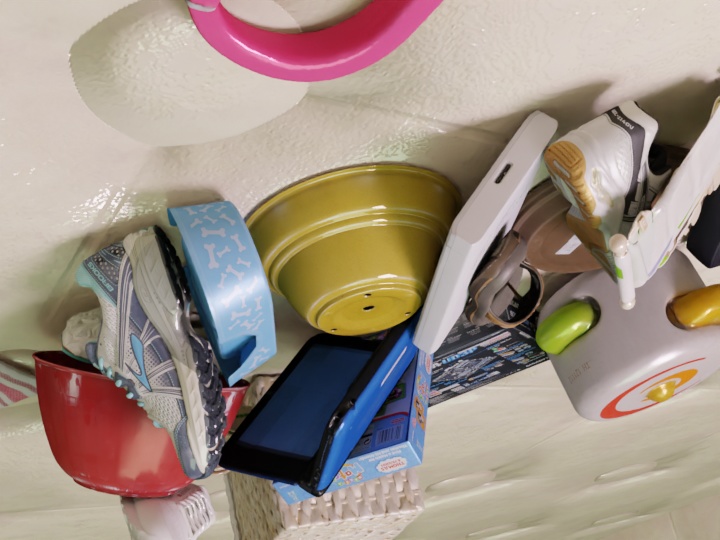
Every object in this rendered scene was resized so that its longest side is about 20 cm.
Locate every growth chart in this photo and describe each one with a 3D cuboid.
[{"bbox_3d":[0.254,-0.060,0.729,0.201,0.018,0.145,-53,152,-15],"label":"growth chart"}]

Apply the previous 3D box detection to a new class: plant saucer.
[{"bbox_3d":[0.232,-0.048,0.862,0.198,0.030,0.200,-10,155,-5],"label":"plant saucer"}]

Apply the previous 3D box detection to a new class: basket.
[{"bbox_3d":[-0.052,0.242,1.122,0.197,0.201,0.161,-1,150,-25],"label":"basket"}]

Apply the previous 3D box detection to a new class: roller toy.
[{"bbox_3d":[0.298,0.075,0.992,0.199,0.141,0.183,-26,154,6],"label":"roller toy"}]

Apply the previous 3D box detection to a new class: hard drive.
[{"bbox_3d":[0.398,-0.066,0.888,0.134,0.043,0.200,-13,154,0],"label":"hard drive"},{"bbox_3d":[0.097,-0.024,0.756,0.027,0.132,0.200,31,154,11],"label":"hard drive"}]

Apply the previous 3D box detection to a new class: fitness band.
[{"bbox_3d":[-0.010,-0.170,0.488,0.143,0.038,0.200,6,150,-35],"label":"fitness band"}]

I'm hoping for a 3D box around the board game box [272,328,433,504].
[{"bbox_3d":[-0.001,0.139,0.955,0.150,0.201,0.037,-22,117,21],"label":"board game box"}]

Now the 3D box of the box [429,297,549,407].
[{"bbox_3d":[0.117,0.099,1.086,0.199,0.046,0.159,-26,151,25],"label":"box"}]

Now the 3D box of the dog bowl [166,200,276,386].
[{"bbox_3d":[-0.108,0.017,0.747,0.049,0.112,0.200,-21,156,-12],"label":"dog bowl"}]

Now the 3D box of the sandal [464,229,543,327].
[{"bbox_3d":[0.134,0.014,0.811,0.082,0.054,0.200,-57,169,-8],"label":"sandal"}]

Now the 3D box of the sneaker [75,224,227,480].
[{"bbox_3d":[-0.165,0.071,0.732,0.086,0.202,0.078,-17,178,3],"label":"sneaker"}]

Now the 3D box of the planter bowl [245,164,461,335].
[{"bbox_3d":[0.000,0.000,0.785,0.199,0.084,0.201,-11,154,-5],"label":"planter bowl"}]

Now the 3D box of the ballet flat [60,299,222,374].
[{"bbox_3d":[-0.177,0.052,0.847,0.072,0.072,0.199,-32,151,35],"label":"ballet flat"}]

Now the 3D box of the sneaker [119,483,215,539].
[{"bbox_3d":[-0.177,0.231,0.861,0.080,0.077,0.200,-13,180,-12],"label":"sneaker"}]

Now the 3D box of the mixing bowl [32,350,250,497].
[{"bbox_3d":[-0.207,0.142,0.847,0.198,0.109,0.200,10,178,0],"label":"mixing bowl"}]

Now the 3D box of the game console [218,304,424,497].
[{"bbox_3d":[-0.032,0.098,0.870,0.118,0.200,0.171,28,138,11],"label":"game console"}]

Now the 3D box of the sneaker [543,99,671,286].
[{"bbox_3d":[0.213,-0.057,0.737,0.087,0.076,0.200,-38,149,2],"label":"sneaker"}]

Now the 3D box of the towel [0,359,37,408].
[{"bbox_3d":[-0.428,0.127,0.901,0.199,0.030,0.146,-20,155,13],"label":"towel"}]

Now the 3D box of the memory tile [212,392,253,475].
[{"bbox_3d":[-0.196,0.169,0.977,0.198,0.153,0.017,-3,118,-26],"label":"memory tile"}]
